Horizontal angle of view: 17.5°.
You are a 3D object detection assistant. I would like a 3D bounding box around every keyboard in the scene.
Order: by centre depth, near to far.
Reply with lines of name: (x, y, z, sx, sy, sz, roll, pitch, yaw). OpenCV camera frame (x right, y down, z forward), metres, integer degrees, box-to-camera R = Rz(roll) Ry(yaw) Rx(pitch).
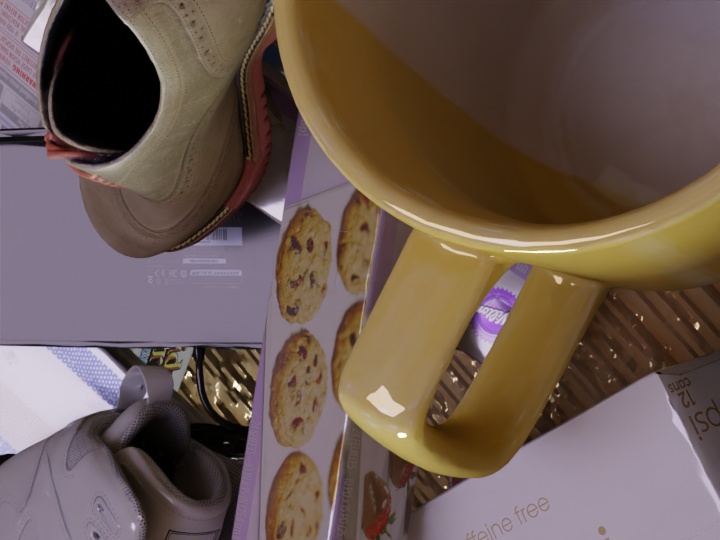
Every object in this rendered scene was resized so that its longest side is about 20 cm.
keyboard: (-0.055, 0.013, 0.814, 0.199, 0.021, 0.128, 0, 93, 16)

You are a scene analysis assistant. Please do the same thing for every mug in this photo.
mug: (0.058, -0.051, 0.638, 0.186, 0.153, 0.150, -34, 69, 10)

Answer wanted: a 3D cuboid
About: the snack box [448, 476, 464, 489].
snack box: (0.062, 0.166, 0.801, 0.072, 0.024, 0.201, 12, 108, 38)

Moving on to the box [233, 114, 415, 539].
box: (0.000, 0.000, 0.710, 0.041, 0.039, 0.201, 8, 87, 37)

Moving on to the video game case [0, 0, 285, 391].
video game case: (-0.130, -0.053, 0.902, 0.200, 0.045, 0.182, 39, 123, 26)

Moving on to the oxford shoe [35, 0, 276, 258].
oxford shoe: (-0.069, -0.053, 0.684, 0.070, 0.075, 0.200, 44, 153, 13)

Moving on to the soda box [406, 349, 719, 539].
soda box: (0.053, 0.096, 0.734, 0.200, 0.064, 0.068, -35, 76, 40)

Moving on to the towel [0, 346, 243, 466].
towel: (-0.140, 0.103, 0.870, 0.147, 0.024, 0.200, 40, 106, 11)

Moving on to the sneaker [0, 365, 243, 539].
sneaker: (-0.076, 0.130, 0.755, 0.115, 0.075, 0.201, -41, 53, 37)

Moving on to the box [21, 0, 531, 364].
box: (-0.020, -0.037, 0.771, 0.200, 0.041, 0.039, 35, 99, 10)
